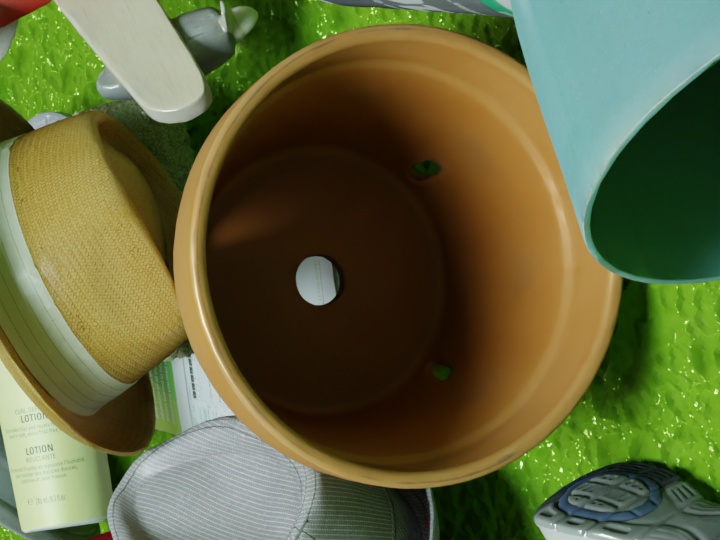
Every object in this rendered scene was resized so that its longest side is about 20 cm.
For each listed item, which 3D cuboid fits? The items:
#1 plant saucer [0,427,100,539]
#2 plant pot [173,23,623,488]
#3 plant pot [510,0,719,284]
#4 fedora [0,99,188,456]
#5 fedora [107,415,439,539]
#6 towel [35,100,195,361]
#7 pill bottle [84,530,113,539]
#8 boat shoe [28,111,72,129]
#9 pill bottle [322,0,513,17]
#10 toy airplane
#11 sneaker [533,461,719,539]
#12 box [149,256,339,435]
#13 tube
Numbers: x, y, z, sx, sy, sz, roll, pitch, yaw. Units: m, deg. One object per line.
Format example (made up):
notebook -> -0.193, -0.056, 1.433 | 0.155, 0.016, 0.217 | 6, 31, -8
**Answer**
plant saucer -> -0.222, 0.086, 1.489 | 0.050, 0.200, 0.200 | -51, 56, 6
plant pot -> 0.000, 0.000, 1.143 | 0.140, 0.200, 0.201 | -17, 90, 69
plant pot -> 0.142, -0.117, 0.906 | 0.201, 0.200, 0.161 | -53, 51, 47
fedora -> -0.129, -0.011, 1.222 | 0.082, 0.201, 0.201 | -26, 81, 15
fedora -> -0.058, 0.131, 1.206 | 0.090, 0.177, 0.200 | 46, 164, -32
towel -> -0.151, -0.009, 1.359 | 0.200, 0.036, 0.149 | -22, 84, 39
pill bottle -> -0.125, 0.195, 1.357 | 0.112, 0.200, 0.113 | 24, 122, 45
boat shoe -> -0.165, 0.010, 1.441 | 0.072, 0.071, 0.201 | 3, 94, 32
pill bottle -> 0.021, -0.170, 1.096 | 0.200, 0.113, 0.113 | 12, 113, 50
toy airplane -> -0.134, -0.166, 1.273 | 0.199, 0.141, 0.201 | 0, 75, 35
sneaker -> 0.161, 0.143, 1.094 | 0.200, 0.074, 0.087 | 16, 128, 56
box -> -0.059, 0.026, 1.345 | 0.200, 0.036, 0.145 | 10, 112, 48
tube -> -0.172, 0.036, 1.328 | 0.052, 0.058, 0.201 | -12, 86, 63
